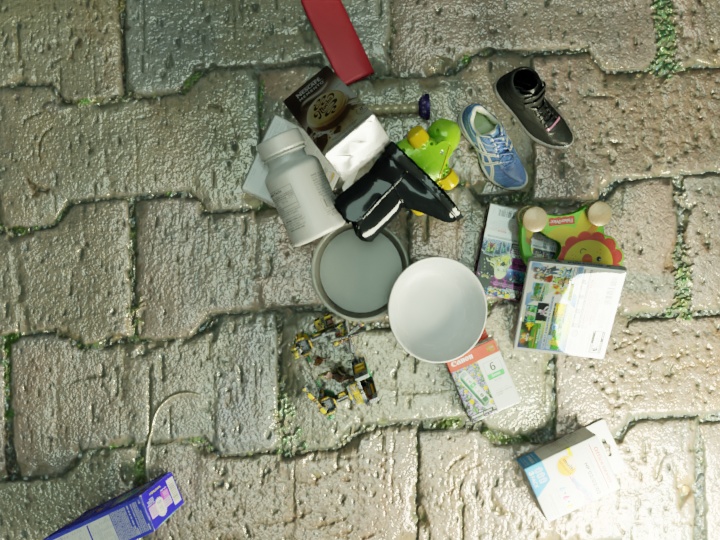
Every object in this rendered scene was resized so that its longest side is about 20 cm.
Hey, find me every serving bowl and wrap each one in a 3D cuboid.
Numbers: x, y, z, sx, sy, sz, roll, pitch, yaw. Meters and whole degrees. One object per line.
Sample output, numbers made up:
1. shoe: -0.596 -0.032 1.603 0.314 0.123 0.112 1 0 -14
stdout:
1. serving bowl: 0.144 0.076 1.245 0.197 0.066 0.203 0 88 -9

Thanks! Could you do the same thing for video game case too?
1. video game case: 0.334 -0.026 1.279 0.197 0.036 0.184 11 90 0
2. video game case: 0.400 0.075 1.233 0.179 0.022 0.203 6 118 6

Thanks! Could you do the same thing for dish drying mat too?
1. dish drying mat: -0.047 -0.477 1.297 0.076 0.018 0.202 -26 88 0

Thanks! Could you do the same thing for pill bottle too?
1. pill bottle: -0.117 -0.159 1.210 0.113 0.114 0.202 -24 97 0

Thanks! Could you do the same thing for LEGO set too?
1. LEGO set: -0.047 0.194 1.224 0.152 0.116 0.203 -14 102 -2

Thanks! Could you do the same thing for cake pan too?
1. cake pan: 0.000 0.000 1.282 0.197 0.037 0.204 0 89 0

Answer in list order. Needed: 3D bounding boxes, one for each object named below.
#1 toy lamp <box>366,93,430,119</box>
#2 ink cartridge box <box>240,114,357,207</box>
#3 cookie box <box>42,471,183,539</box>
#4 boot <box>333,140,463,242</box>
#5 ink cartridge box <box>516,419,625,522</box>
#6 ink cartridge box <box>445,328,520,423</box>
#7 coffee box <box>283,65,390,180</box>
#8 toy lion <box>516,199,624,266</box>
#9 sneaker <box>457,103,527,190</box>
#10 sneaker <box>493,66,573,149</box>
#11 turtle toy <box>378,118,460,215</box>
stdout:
1. toy lamp: 0.039 -0.322 1.275 0.197 0.058 0.059 -5 89 1
2. ink cartridge box: -0.120 -0.194 1.289 0.198 0.057 0.164 25 89 -14
3. cookie box: -0.465 0.478 1.217 0.198 0.171 0.076 -25 86 1
4. boot: 0.068 -0.114 1.180 0.200 0.077 0.168 40 105 -15
5. ink cartridge box: 0.427 0.392 1.258 0.198 0.068 0.116 -26 89 0
6. ink cartridge box: 0.228 0.187 1.271 0.108 0.050 0.202 -23 90 1
7. coffee box: -0.047 -0.274 1.170 0.113 0.080 0.201 -39 49 4
8. toy lion: 0.408 -0.035 1.235 0.197 0.069 0.195 -4 98 1
9. sneaker: 0.263 -0.243 1.262 0.075 0.077 0.201 -38 91 -2
10. sneaker: 0.350 -0.318 1.251 0.200 0.099 0.071 44 88 0
11. turtle toy: 0.120 -0.216 1.249 0.200 0.101 0.146 -41 115 1
